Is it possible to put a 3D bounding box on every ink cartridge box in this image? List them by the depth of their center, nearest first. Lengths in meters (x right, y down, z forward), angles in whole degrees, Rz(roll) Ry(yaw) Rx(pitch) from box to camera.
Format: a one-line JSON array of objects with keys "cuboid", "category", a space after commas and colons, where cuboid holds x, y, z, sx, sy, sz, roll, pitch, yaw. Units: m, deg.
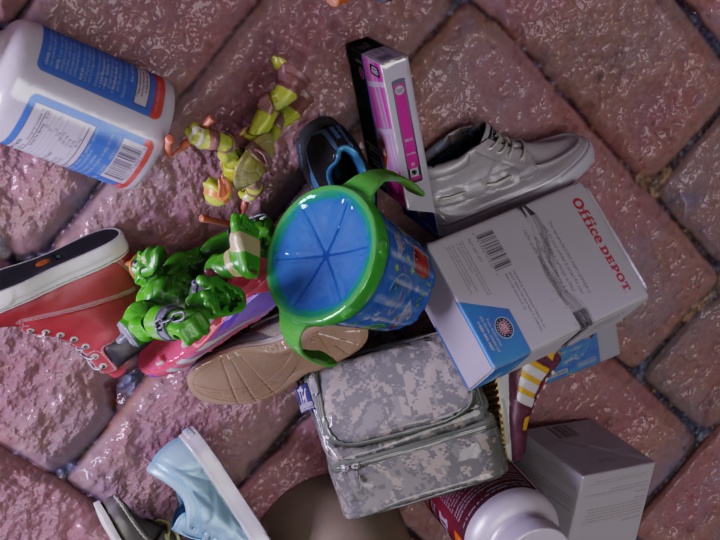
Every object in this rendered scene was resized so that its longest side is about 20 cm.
[{"cuboid": [0.034, -0.129, 1.278, 0.037, 0.095, 0.200, -21, 117, -14], "category": "ink cartridge box"}, {"cuboid": [0.173, 0.015, 1.314, 0.200, 0.084, 0.145, -22, 74, -22], "category": "ink cartridge box"}]

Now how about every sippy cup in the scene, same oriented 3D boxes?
[{"cuboid": [0.000, 0.000, 1.225, 0.178, 0.140, 0.130, -33, 147, 25], "category": "sippy cup"}]

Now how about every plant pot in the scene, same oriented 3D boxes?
[{"cuboid": [-0.004, 0.356, 1.399, 0.187, 0.200, 0.188, -8, 114, -19], "category": "plant pot"}]

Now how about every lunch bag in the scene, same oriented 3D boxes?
[{"cuboid": [0.044, 0.159, 1.362, 0.200, 0.139, 0.168, -15, 91, 0], "category": "lunch bag"}]

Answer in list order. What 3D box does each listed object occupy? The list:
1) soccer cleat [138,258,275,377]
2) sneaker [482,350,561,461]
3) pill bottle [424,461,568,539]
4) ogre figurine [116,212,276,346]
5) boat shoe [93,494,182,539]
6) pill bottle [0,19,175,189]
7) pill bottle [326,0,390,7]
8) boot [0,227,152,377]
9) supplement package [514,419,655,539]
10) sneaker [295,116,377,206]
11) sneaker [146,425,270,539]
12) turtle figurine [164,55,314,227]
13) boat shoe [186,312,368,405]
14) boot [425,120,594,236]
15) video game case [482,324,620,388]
[{"cuboid": [-0.140, 0.047, 1.301, 0.200, 0.067, 0.076, -42, 139, 2], "category": "soccer cleat"}, {"cuboid": [0.183, 0.120, 1.400, 0.090, 0.075, 0.200, -13, 116, -10], "category": "sneaker"}, {"cuboid": [0.152, 0.275, 1.429, 0.113, 0.200, 0.113, -8, 113, -19], "category": "pill bottle"}, {"cuboid": [-0.161, 0.017, 1.207, 0.120, 0.200, 0.098, -18, 132, 28], "category": "ogre figurine"}, {"cuboid": [-0.218, 0.304, 1.367, 0.060, 0.072, 0.202, -35, 125, -8], "category": "boat shoe"}, {"cuboid": [-0.278, -0.157, 1.132, 0.200, 0.112, 0.112, 22, 101, -28], "category": "pill bottle"}, {"cuboid": [0.046, -0.323, 1.198, 0.200, 0.106, 0.106, -27, 118, -9], "category": "pill bottle"}, {"cuboid": [-0.302, 0.061, 1.232, 0.200, 0.072, 0.144, -22, 115, -16], "category": "boot"}, {"cuboid": [0.250, 0.298, 1.515, 0.121, 0.120, 0.200, -3, 112, -34], "category": "supplement package"}, {"cuboid": [-0.015, -0.054, 1.296, 0.073, 0.082, 0.200, -25, 119, -13], "category": "sneaker"}, {"cuboid": [-0.159, 0.269, 1.359, 0.082, 0.074, 0.200, -34, 96, -12], "category": "sneaker"}, {"cuboid": [-0.107, -0.122, 1.203, 0.161, 0.064, 0.200, -56, 155, -10], "category": "turtle figurine"}, {"cuboid": [-0.088, 0.080, 1.332, 0.200, 0.065, 0.072, -24, 121, 10], "category": "boat shoe"}, {"cuboid": [0.152, -0.118, 1.341, 0.200, 0.074, 0.096, -28, 125, -9], "category": "boot"}, {"cuboid": [0.191, 0.047, 1.442, 0.200, 0.045, 0.181, -21, 116, -13], "category": "video game case"}]
